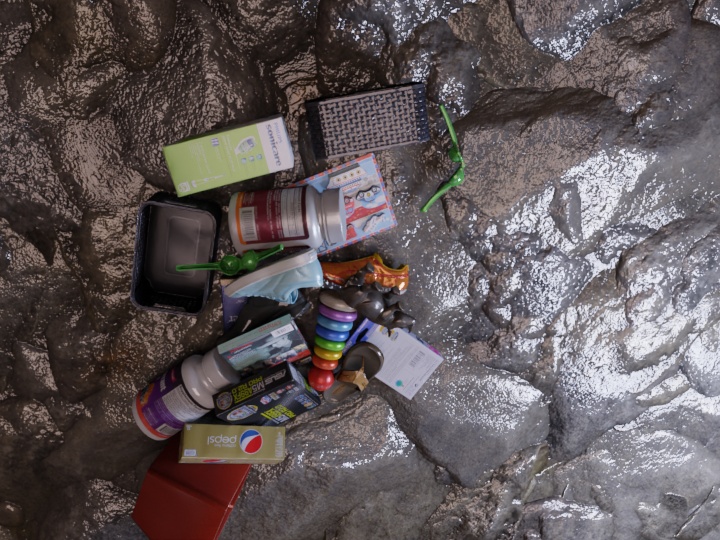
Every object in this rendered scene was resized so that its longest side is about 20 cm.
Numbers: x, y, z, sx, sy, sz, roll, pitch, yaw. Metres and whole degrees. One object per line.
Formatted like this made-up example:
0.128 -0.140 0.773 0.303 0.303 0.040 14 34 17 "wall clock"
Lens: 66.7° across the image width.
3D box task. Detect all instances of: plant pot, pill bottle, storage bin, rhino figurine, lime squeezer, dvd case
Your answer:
-0.342 0.447 1.116 0.174 0.200 0.202 26 110 0 "plant pot"
-0.128 -0.093 0.992 0.196 0.114 0.116 -4 109 4 "pill bottle"
-0.338 -0.031 1.011 0.133 0.094 0.203 9 107 -11 "storage bin"
-0.338 0.237 1.078 0.199 0.112 0.112 -34 109 11 "pill bottle"
0.009 -0.262 0.948 0.197 0.135 0.095 -12 110 -4 "storage bin"
0.040 0.069 1.051 0.087 0.060 0.200 -28 130 25 "rhino figurine"
0.168 -0.208 1.049 0.070 0.038 0.203 15 108 21 "lime squeezer"
-0.215 -0.020 0.955 0.197 0.038 0.071 -10 153 13 "lime squeezer"
-0.175 0.160 1.063 0.144 0.022 0.201 -24 152 -4 "dvd case"

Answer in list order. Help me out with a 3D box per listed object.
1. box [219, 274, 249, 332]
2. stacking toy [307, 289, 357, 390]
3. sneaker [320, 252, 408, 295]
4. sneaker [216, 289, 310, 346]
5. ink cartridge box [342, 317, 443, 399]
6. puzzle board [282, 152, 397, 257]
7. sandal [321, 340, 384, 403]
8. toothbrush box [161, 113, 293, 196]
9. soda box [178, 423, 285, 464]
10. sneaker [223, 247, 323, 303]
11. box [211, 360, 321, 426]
-0.215 0.107 1.105 0.119 0.032 0.203 -2 109 -7 "box"
-0.063 0.146 1.098 0.084 0.085 0.203 13 99 -11 "stacking toy"
0.000 0.000 1.088 0.197 0.073 0.078 8 90 -17 "sneaker"
-0.196 0.083 1.052 0.198 0.076 0.092 -30 91 4 "sneaker"
0.064 0.174 1.159 0.199 0.042 0.120 35 102 -18 "ink cartridge box"
-0.042 -0.120 1.061 0.197 0.017 0.153 -22 110 -1 "puzzle board"
-0.020 0.222 1.126 0.081 0.055 0.200 33 122 -16 "sandal"
-0.219 -0.203 0.943 0.197 0.146 0.087 -14 109 -2 "toothbrush box"
-0.250 0.342 1.075 0.197 0.065 0.068 9 151 -20 "soda box"
-0.156 0.029 0.982 0.198 0.074 0.083 -19 98 24 "sneaker"
-0.179 0.258 1.090 0.158 0.045 0.201 -25 151 0 "box"
